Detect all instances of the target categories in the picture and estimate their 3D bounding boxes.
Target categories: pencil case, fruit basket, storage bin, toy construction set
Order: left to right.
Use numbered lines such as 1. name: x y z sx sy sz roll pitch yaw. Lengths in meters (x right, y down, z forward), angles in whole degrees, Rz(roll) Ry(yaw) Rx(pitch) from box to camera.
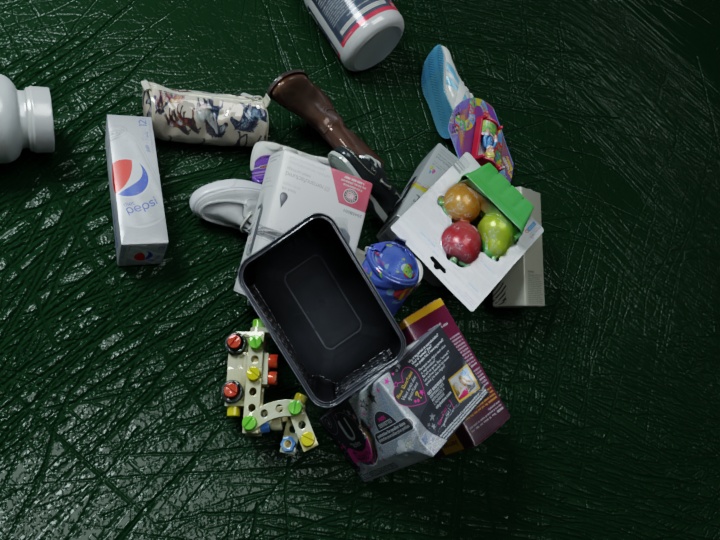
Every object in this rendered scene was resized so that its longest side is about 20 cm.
1. pencil case: -0.238 -0.241 0.947 0.195 0.091 0.078 -1 36 -27
2. toy construction set: -0.116 0.141 0.822 0.127 0.093 0.204 0 55 0
3. storage bin: -0.046 0.044 0.756 0.133 0.094 0.203 -32 96 -1
4. pencil case: 0.009 0.045 0.873 0.087 0.202 0.078 42 39 12
5. fruit basket: 0.174 -0.065 0.989 0.185 0.094 0.200 44 76 6

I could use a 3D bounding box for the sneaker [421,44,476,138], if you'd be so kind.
1. sneaker: 0.180 -0.357 1.238 0.079 0.076 0.206 -2 74 -35

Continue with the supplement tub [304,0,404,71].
1. supplement tub: -0.021 -0.497 1.154 0.139 0.140 0.203 -27 80 -34

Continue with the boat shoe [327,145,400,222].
1. boat shoe: 0.010 -0.147 0.963 0.075 0.200 0.061 38 86 25

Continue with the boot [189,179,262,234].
1. boot: -0.149 -0.074 0.912 0.195 0.074 0.097 -2 51 -29

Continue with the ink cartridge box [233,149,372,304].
1. ink cartridge box: -0.080 -0.045 0.861 0.142 0.084 0.206 16 87 -23

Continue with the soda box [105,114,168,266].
1. soda box: -0.316 -0.113 0.858 0.062 0.068 0.205 -3 68 -28

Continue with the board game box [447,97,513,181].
1. board game box: 0.251 -0.239 1.188 0.157 0.038 0.204 -32 105 -37

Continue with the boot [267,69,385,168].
1. boot: -0.048 -0.228 1.010 0.202 0.064 0.185 54 24 10

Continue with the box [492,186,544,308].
1. box: 0.275 -0.037 1.079 0.081 0.067 0.206 6 81 -49

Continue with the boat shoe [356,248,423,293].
1. boat shoe: 0.000 0.000 0.968 0.194 0.061 0.076 6 62 -1

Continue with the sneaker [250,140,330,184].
1. sneaker: -0.092 -0.150 1.002 0.196 0.080 0.086 10 98 -32

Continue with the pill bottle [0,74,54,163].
1. pill bottle: -0.497 -0.193 0.774 0.195 0.112 0.115 -6 69 -30

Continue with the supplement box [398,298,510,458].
1. supplement box: 0.118 0.163 0.922 0.084 0.110 0.203 -24 78 -33

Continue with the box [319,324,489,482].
1. box: 0.050 0.183 0.822 0.131 0.200 0.116 -35 83 -35

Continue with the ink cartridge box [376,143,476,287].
1. ink cartridge box: 0.138 -0.098 1.077 0.144 0.083 0.202 37 54 -8
